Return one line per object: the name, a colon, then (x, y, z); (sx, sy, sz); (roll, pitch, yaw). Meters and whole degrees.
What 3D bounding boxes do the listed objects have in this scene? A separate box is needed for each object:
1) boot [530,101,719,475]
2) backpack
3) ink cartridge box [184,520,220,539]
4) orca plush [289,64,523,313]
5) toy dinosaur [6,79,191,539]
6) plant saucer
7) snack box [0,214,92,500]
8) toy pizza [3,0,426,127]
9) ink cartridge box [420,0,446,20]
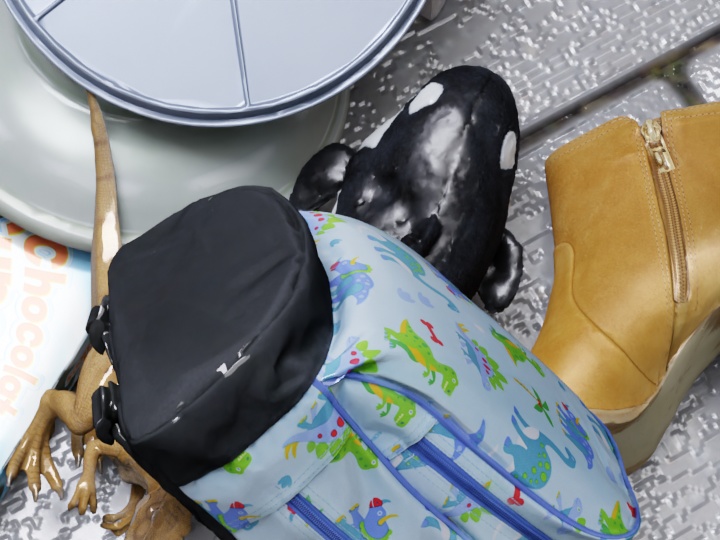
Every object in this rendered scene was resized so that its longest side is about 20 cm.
boot: (0.100, 0.012, 0.901); (0.199, 0.071, 0.145); (-21, 58, 1)
backpack: (0.009, 0.068, 0.766); (0.153, 0.163, 0.201); (-30, 113, 4)
ink cartridge box: (-0.104, 0.203, 0.802); (0.199, 0.084, 0.147); (-25, 74, -12)
orca plush: (0.000, 0.000, 0.856); (0.200, 0.071, 0.105); (-44, 84, 2)
toy dinosaur: (-0.097, 0.038, 0.836); (0.060, 0.106, 0.201); (12, 48, -39)
plant saucer: (-0.098, -0.102, 0.907); (0.198, 0.050, 0.202); (6, 58, -9)
snack box: (-0.179, 0.028, 0.885); (0.115, 0.037, 0.201); (28, 71, 5)
toy pizza: (-0.060, -0.159, 0.850); (0.198, 0.032, 0.203); (0, 89, -4)
ink cartridge box: (-0.014, -0.231, 0.963); (0.199, 0.084, 0.146); (28, 72, 7)
